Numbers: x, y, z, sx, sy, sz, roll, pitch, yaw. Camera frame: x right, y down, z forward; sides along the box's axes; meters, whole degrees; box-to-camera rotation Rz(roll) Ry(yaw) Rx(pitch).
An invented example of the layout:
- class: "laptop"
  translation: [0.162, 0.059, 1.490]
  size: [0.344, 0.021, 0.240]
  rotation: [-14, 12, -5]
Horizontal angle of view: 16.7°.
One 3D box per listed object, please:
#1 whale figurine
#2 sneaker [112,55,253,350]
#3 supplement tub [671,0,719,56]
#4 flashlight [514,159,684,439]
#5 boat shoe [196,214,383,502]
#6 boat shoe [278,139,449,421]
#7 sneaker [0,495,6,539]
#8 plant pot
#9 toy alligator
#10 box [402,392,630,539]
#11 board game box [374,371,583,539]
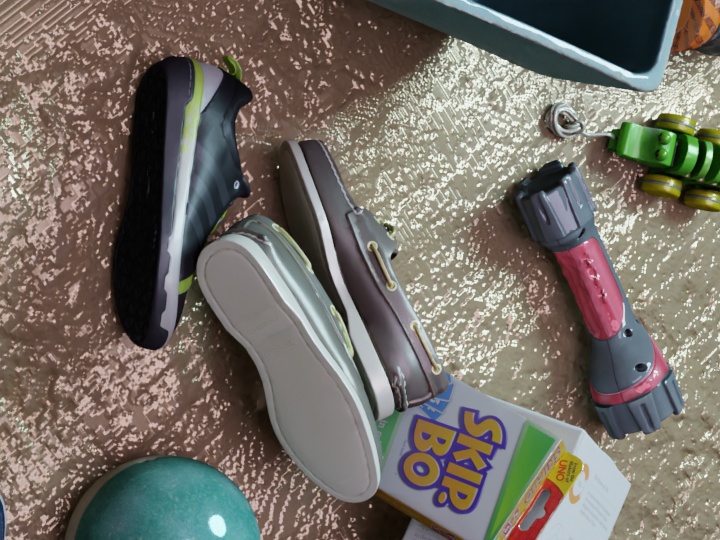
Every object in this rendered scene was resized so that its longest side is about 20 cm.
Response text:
- class: "whale figurine"
  translation: [-0.118, 0.223, 1.606]
  size: [0.158, 0.104, 0.202]
  rotation: [-11, 98, -30]
- class: "sneaker"
  translation: [-0.107, -0.045, 1.620]
  size: [0.082, 0.072, 0.202]
  rotation: [9, 88, -31]
- class: "supplement tub"
  translation: [0.302, -0.230, 1.820]
  size: [0.199, 0.122, 0.124]
  rotation: [-17, 101, -29]
- class: "flashlight"
  translation: [0.171, 0.023, 1.788]
  size: [0.068, 0.068, 0.201]
  rotation: [-33, 109, -22]
- class: "boat shoe"
  translation: [-0.036, 0.057, 1.617]
  size: [0.203, 0.072, 0.060]
  rotation: [61, 33, -12]
- class: "boat shoe"
  translation: [0.000, 0.000, 1.659]
  size: [0.059, 0.072, 0.201]
  rotation: [-18, 78, -15]
- class: "sneaker"
  translation: [-0.253, 0.231, 1.525]
  size: [0.070, 0.108, 0.201]
  rotation: [23, 81, -29]
- class: "plant pot"
  translation: [0.095, -0.240, 1.655]
  size: [0.195, 0.200, 0.198]
  rotation: [20, 83, -28]
- class: "toy alligator"
  translation: [0.231, -0.088, 1.824]
  size: [0.199, 0.054, 0.060]
  rotation: [17, 84, -30]
- class: "box"
  translation: [0.094, 0.205, 1.705]
  size: [0.201, 0.097, 0.124]
  rotation: [-65, 151, -12]
- class: "board game box"
  translation: [0.046, 0.118, 1.660]
  size: [0.096, 0.199, 0.030]
  rotation: [-54, 158, -15]
